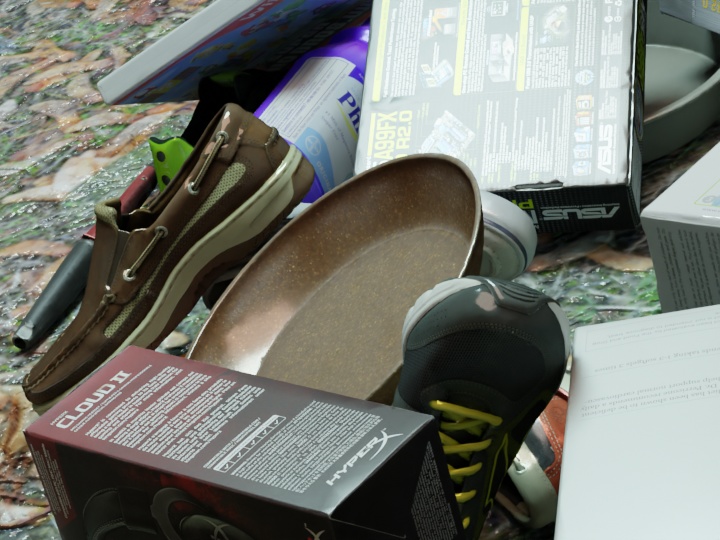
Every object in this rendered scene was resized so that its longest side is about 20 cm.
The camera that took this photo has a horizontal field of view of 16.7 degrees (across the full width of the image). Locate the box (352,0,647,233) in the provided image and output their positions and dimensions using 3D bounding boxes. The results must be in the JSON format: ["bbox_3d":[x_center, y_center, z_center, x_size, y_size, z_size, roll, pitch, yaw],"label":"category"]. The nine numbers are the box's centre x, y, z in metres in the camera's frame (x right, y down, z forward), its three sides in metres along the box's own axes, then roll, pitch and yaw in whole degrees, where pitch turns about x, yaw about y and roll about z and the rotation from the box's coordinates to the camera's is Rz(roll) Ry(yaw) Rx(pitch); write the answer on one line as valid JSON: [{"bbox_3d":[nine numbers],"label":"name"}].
[{"bbox_3d":[0.083,-0.113,1.407,0.159,0.044,0.201,-4,56,14],"label":"box"}]

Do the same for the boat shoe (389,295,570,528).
[{"bbox_3d":[0.050,0.066,1.190,0.062,0.072,0.200,-31,36,-22],"label":"boat shoe"}]

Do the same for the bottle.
[{"bbox_3d":[-0.014,-0.090,1.469,0.065,0.084,0.200,3,38,32],"label":"bottle"}]

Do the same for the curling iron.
[{"bbox_3d":[-0.152,-0.016,1.481,0.049,0.026,0.200,1,33,34],"label":"curling iron"}]

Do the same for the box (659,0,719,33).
[{"bbox_3d":[0.304,-0.182,1.474,0.199,0.049,0.158,-22,31,-32],"label":"box"}]

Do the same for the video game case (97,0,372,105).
[{"bbox_3d":[-0.056,-0.145,1.513,0.143,0.018,0.200,-31,-9,27],"label":"video game case"}]

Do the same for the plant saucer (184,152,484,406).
[{"bbox_3d":[-0.010,0.029,1.204,0.200,0.037,0.201,-34,29,22],"label":"plant saucer"}]

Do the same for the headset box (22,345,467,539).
[{"bbox_3d":[-0.048,0.124,1.048,0.199,0.150,0.077,11,37,39],"label":"headset box"}]

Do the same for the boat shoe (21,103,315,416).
[{"bbox_3d":[-0.120,-0.009,1.331,0.202,0.075,0.075,-45,14,-1],"label":"boat shoe"}]

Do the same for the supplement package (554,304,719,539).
[{"bbox_3d":[0.149,0.113,0.997,0.116,0.118,0.200,-9,28,13],"label":"supplement package"}]

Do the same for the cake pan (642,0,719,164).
[{"bbox_3d":[0.138,-0.111,1.490,0.199,0.037,0.201,-13,28,7],"label":"cake pan"}]

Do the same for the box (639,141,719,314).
[{"bbox_3d":[0.241,-0.025,1.201,0.101,0.113,0.200,9,37,41],"label":"box"}]

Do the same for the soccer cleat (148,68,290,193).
[{"bbox_3d":[-0.057,-0.097,1.517,0.067,0.082,0.200,2,33,37],"label":"soccer cleat"}]

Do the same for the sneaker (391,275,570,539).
[{"bbox_3d":[0.040,0.084,1.068,0.074,0.201,0.085,14,48,-7],"label":"sneaker"}]

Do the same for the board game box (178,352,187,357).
[{"bbox_3d":[-0.051,0.088,1.246,0.095,0.030,0.200,-22,31,-9],"label":"board game box"}]

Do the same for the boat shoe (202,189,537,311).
[{"bbox_3d":[0.000,0.000,1.337,0.199,0.071,0.070,0,45,28],"label":"boat shoe"}]
